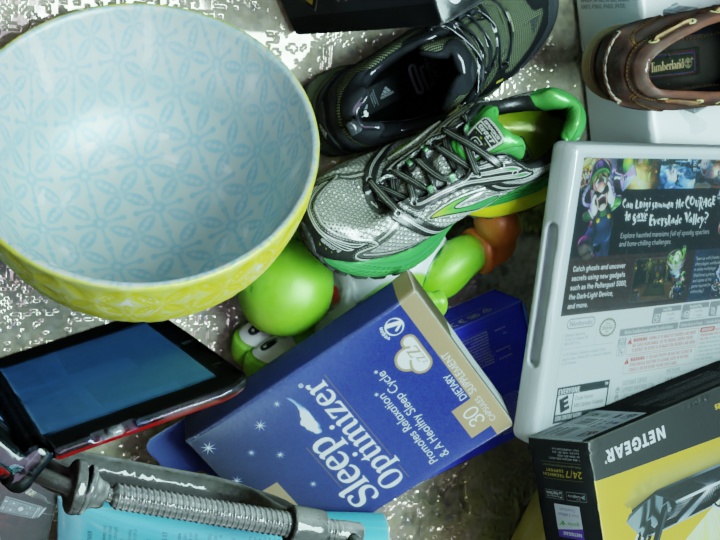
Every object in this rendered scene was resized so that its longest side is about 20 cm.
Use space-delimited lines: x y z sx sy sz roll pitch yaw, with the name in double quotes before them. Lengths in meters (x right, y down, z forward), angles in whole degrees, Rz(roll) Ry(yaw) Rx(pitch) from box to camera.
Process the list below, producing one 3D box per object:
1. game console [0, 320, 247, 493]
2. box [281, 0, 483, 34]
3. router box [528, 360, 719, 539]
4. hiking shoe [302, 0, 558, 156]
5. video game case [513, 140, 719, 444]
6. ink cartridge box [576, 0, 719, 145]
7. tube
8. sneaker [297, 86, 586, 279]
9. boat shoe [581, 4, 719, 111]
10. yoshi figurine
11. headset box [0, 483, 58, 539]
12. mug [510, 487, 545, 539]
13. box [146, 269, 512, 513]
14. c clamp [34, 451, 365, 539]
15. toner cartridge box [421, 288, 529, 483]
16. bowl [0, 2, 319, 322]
"game console" -0.181 0.027 0.671 0.119 0.200 0.172 -48 113 -11
"box" -0.023 -0.232 0.696 0.049 0.200 0.200 -33 112 -17
"router box" 0.202 0.156 0.799 0.198 0.052 0.159 -15 97 -37
"hiking shoe" 0.060 -0.129 0.806 0.199 0.100 0.076 -34 112 -15
"video game case" 0.182 0.010 0.813 0.198 0.023 0.184 -4 106 -40
"ink cartridge box" 0.238 -0.144 0.893 0.143 0.084 0.203 -15 105 -20
"tube" -0.082 0.169 0.755 0.197 0.051 0.078 4 115 -11
"sneaker" 0.048 -0.063 0.755 0.198 0.085 0.078 -26 72 -22
"boat shoe" 0.242 -0.138 0.812 0.198 0.070 0.071 -16 104 -21
"yoshi figurine" 0.001 -0.005 0.803 0.199 0.112 0.113 -34 104 -13
"headset box" -0.268 0.184 0.728 0.147 0.075 0.203 14 93 -26
"mug" 0.190 0.172 0.885 0.148 0.187 0.155 21 81 -1
"box" -0.020 0.101 0.774 0.199 0.033 0.121 -33 119 10
"c clamp" -0.091 0.120 0.669 0.198 0.171 0.027 15 88 -20
"toner cartridge box" 0.030 0.095 0.864 0.198 0.043 0.096 -22 109 -19
"bowl" -0.124 -0.044 0.723 0.198 0.201 0.108 -20 150 -20
